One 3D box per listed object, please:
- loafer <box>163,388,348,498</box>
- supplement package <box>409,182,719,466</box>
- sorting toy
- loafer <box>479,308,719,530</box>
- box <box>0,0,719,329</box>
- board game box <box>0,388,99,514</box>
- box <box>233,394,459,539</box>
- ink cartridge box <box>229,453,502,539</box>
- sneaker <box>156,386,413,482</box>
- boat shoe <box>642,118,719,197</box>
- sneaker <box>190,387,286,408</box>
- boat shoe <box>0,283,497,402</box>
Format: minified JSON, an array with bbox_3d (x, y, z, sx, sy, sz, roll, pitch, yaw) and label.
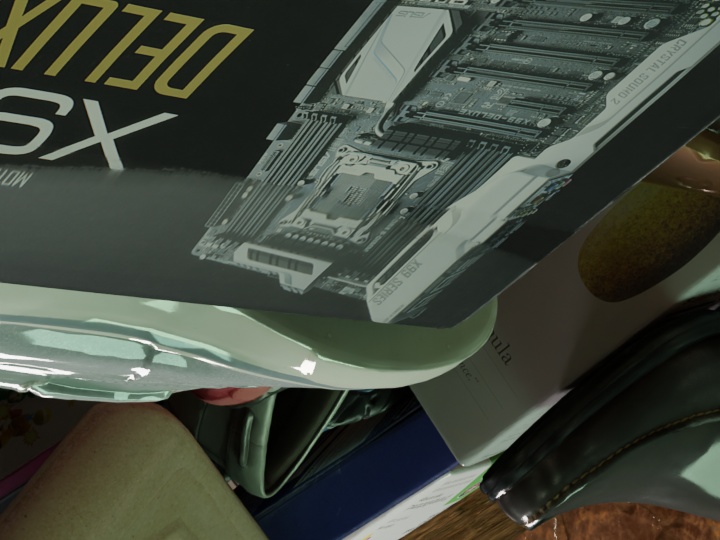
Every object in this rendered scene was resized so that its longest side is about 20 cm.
[{"bbox_3d":[0.000,0.000,0.803,0.070,0.070,0.200,-15,151,-45],"label":"loafer"},{"bbox_3d":[0.099,-0.037,0.837,0.200,0.114,0.109,-42,166,34],"label":"supplement package"},{"bbox_3d":[-0.094,0.150,0.743,0.185,0.036,0.200,-51,146,-14],"label":"sorting toy"},{"bbox_3d":[0.123,0.054,0.809,0.200,0.072,0.073,-21,165,-41],"label":"loafer"},{"bbox_3d":[-0.011,-0.054,0.460,0.200,0.050,0.158,8,143,-42],"label":"box"},{"bbox_3d":[-0.144,0.121,0.807,0.200,0.064,0.148,-34,134,2],"label":"board game box"},{"bbox_3d":[-0.004,0.083,0.996,0.200,0.032,0.121,-34,-176,32],"label":"box"},{"bbox_3d":[-0.028,0.122,1.264,0.200,0.084,0.145,-35,169,17],"label":"ink cartridge box"},{"bbox_3d":[-0.045,0.038,0.923,0.200,0.076,0.077,-25,-174,-23],"label":"sneaker"},{"bbox_3d":[0.107,-0.057,0.702,0.070,0.199,0.071,128,-22,-81],"label":"boat shoe"},{"bbox_3d":[-0.057,-0.011,0.677,0.087,0.074,0.200,-19,159,-15],"label":"sneaker"},{"bbox_3d":[-0.061,-0.004,0.563,0.200,0.070,0.071,9,154,-35],"label":"boat shoe"}]
